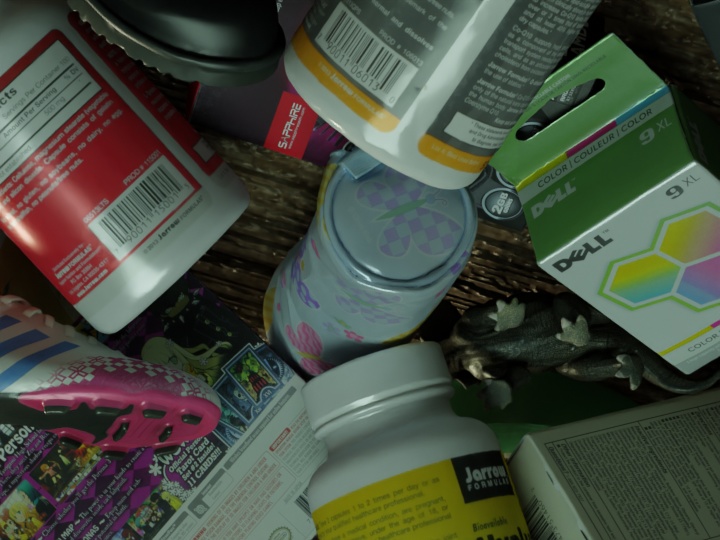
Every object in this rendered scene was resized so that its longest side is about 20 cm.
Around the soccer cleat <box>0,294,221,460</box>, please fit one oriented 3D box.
[{"bbox_3d":[-0.170,0.047,1.340,0.198,0.087,0.070,5,150,-19],"label":"soccer cleat"}]

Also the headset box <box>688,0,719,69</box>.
[{"bbox_3d":[0.279,-0.106,1.258,0.173,0.093,0.201,-14,129,23],"label":"headset box"}]

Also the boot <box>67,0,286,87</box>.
[{"bbox_3d":[-0.104,-0.200,1.211,0.211,0.079,0.158,39,134,11],"label":"boot"}]

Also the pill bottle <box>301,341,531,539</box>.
[{"bbox_3d":[0.035,0.146,1.359,0.110,0.201,0.111,-18,169,-4],"label":"pill bottle"}]

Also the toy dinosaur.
[{"bbox_3d":[0.107,0.038,1.435,0.198,0.102,0.078,-8,104,-2],"label":"toy dinosaur"}]

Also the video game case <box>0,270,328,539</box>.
[{"bbox_3d":[-0.116,0.116,1.399,0.181,0.200,0.036,43,165,-8],"label":"video game case"}]

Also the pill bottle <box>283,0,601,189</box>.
[{"bbox_3d":[0.059,-0.149,1.211,0.116,0.117,0.201,30,107,-17],"label":"pill bottle"}]

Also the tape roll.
[{"bbox_3d":[0.104,0.148,1.553,0.199,0.048,0.201,5,133,6],"label":"tape roll"}]

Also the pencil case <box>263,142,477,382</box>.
[{"bbox_3d":[0.000,0.000,1.366,0.091,0.083,0.200,40,159,5],"label":"pencil case"}]

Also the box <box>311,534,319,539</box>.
[{"bbox_3d":[-0.029,0.182,1.447,0.049,0.200,0.082,44,134,-11],"label":"box"}]

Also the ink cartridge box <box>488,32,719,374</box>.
[{"bbox_3d":[0.154,-0.030,1.331,0.103,0.060,0.200,-33,135,24],"label":"ink cartridge box"}]

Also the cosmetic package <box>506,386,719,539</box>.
[{"bbox_3d":[0.180,0.131,1.420,0.199,0.104,0.073,-9,145,-34],"label":"cosmetic package"}]

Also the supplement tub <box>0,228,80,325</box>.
[{"bbox_3d":[-0.242,0.029,1.442,0.144,0.145,0.201,-14,128,22],"label":"supplement tub"}]

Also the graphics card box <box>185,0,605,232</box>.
[{"bbox_3d":[0.017,-0.106,1.337,0.198,0.051,0.126,18,133,-7],"label":"graphics card box"}]

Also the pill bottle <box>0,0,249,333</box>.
[{"bbox_3d":[-0.162,-0.074,1.334,0.200,0.112,0.112,48,126,-5],"label":"pill bottle"}]
